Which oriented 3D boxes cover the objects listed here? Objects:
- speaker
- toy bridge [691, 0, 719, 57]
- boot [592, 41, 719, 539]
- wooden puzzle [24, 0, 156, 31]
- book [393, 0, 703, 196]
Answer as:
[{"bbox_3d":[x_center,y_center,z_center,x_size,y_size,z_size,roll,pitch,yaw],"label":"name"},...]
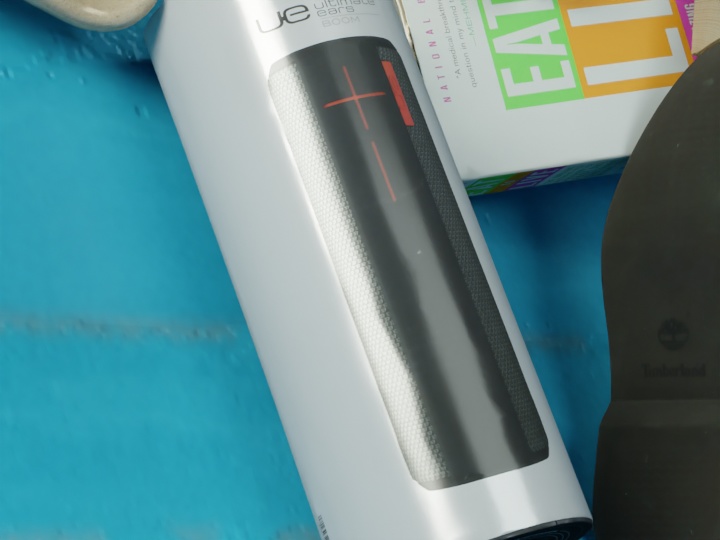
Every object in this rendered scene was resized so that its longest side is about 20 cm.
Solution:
[{"bbox_3d":[0.000,0.000,0.809,0.081,0.081,0.201,-1,66,-50],"label":"speaker"},{"bbox_3d":[0.135,-0.109,0.955,0.199,0.027,0.067,20,62,-24],"label":"toy bridge"},{"bbox_3d":[0.130,0.017,0.930,0.075,0.073,0.201,20,78,-55],"label":"boot"},{"bbox_3d":[-0.150,-0.178,0.800,0.200,0.037,0.186,22,49,-34],"label":"wooden puzzle"},{"bbox_3d":[0.087,-0.101,0.966,0.199,0.048,0.134,-11,78,-32],"label":"book"}]
